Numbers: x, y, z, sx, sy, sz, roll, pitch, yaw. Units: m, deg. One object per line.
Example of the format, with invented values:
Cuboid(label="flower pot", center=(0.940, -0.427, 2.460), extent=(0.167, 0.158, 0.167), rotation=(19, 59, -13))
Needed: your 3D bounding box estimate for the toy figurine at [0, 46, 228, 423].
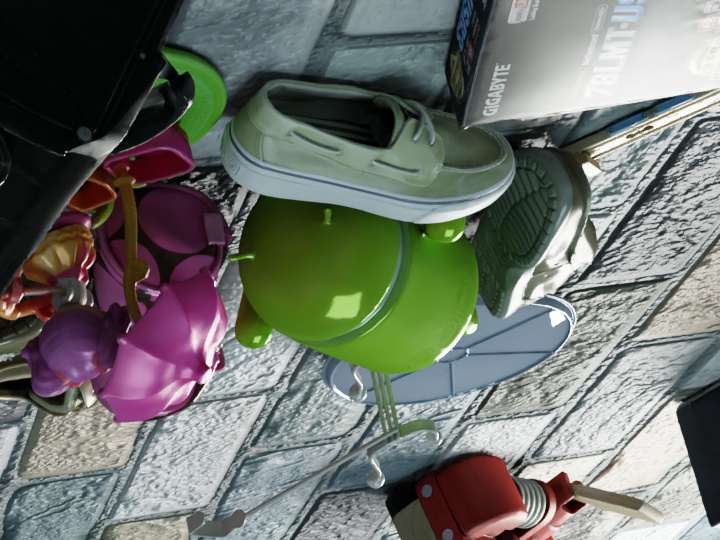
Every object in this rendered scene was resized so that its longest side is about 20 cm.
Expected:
Cuboid(label="toy figurine", center=(-0.153, -0.001, 1.327), extent=(0.199, 0.185, 0.150), rotation=(-20, 157, 15))

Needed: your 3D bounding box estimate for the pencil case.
Cuboid(label="pencil case", center=(-0.128, 0.020, 1.519), extent=(0.093, 0.091, 0.200), rotation=(1, 154, -7))

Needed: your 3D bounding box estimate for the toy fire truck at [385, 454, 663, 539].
Cuboid(label="toy fire truck", center=(0.154, 0.221, 2.140), extent=(0.200, 0.129, 0.176), rotation=(-39, 149, 23))

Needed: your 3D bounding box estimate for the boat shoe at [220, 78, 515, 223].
Cuboid(label="boat shoe", center=(0.014, -0.074, 1.411), extent=(0.199, 0.072, 0.062), rotation=(1, 148, -30))

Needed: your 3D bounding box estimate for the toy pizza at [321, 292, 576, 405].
Cuboid(label="toy pizza", center=(0.066, 0.051, 1.782), extent=(0.199, 0.032, 0.200), rotation=(-12, 158, -5))

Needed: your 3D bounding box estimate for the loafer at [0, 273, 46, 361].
Cuboid(label="loafer", center=(-0.289, 0.033, 1.475), extent=(0.198, 0.077, 0.068), rotation=(-5, 159, 3))

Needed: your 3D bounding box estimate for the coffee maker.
Cuboid(label="coffee maker", center=(-0.197, -0.067, 1.155), extent=(0.192, 0.135, 0.200), rotation=(-40, 177, -39))

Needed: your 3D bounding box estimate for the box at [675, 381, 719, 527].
Cuboid(label="box", center=(0.426, 0.141, 2.100), extent=(0.199, 0.125, 0.196), rotation=(6, 152, -40))

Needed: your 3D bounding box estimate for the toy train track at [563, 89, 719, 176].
Cuboid(label="toy train track", center=(0.221, -0.099, 1.525), extent=(0.199, 0.033, 0.115), rotation=(-23, 156, 22))

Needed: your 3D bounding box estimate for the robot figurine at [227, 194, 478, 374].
Cuboid(label="robot figurine", center=(0.000, 0.000, 1.511), extent=(0.175, 0.116, 0.200), rotation=(-28, 154, 23))

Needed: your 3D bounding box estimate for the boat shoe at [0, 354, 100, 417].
Cuboid(label="boat shoe", center=(-0.206, 0.070, 1.614), extent=(0.072, 0.065, 0.199), rotation=(-30, 153, 33))

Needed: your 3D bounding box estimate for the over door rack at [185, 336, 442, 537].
Cuboid(label="over door rack", center=(-0.038, 0.089, 1.659), extent=(0.199, 0.149, 0.067), rotation=(-25, 150, 23))

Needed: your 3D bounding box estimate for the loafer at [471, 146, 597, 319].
Cuboid(label="loafer", center=(0.123, -0.033, 1.586), extent=(0.069, 0.076, 0.200), rotation=(-21, 164, -16))

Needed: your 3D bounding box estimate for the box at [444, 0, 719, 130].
Cuboid(label="box", center=(0.156, -0.158, 1.333), extent=(0.197, 0.050, 0.200), rotation=(-11, 157, -11))
